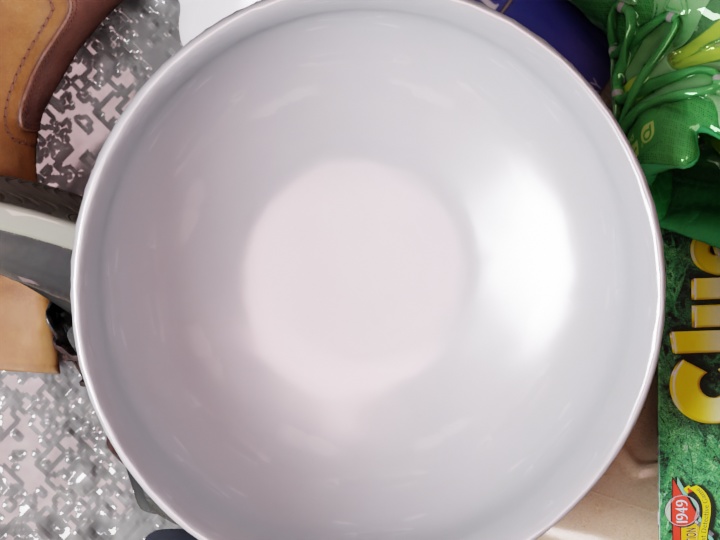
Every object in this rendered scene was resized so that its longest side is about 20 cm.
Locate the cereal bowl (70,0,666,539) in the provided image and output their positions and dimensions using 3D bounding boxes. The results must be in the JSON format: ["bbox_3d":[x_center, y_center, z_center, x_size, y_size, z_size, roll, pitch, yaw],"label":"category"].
[{"bbox_3d":[0.002,0.002,0.777,0.199,0.083,0.201,0,98,-2],"label":"cereal bowl"}]

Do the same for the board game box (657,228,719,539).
[{"bbox_3d":[0.156,0.019,0.806,0.104,0.023,0.201,-3,63,12],"label":"board game box"}]

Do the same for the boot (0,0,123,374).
[{"bbox_3d":[-0.128,-0.057,0.917,0.187,0.068,0.201,-1,94,-19],"label":"boot"}]

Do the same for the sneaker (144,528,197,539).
[{"bbox_3d":[-0.054,0.196,0.919,0.145,0.077,0.204,1,107,2],"label":"sneaker"}]

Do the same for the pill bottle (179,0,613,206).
[{"bbox_3d":[0.004,-0.093,0.860,0.200,0.116,0.116,42,83,-8],"label":"pill bottle"}]

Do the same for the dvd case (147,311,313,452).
[{"bbox_3d":[0.000,0.000,0.894,0.150,0.025,0.200,40,44,-12],"label":"dvd case"}]

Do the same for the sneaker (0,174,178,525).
[{"bbox_3d":[-0.097,0.036,0.895,0.199,0.075,0.107,21,97,-22],"label":"sneaker"}]

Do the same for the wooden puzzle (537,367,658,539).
[{"bbox_3d":[0.162,0.040,0.832,0.184,0.046,0.201,17,68,19],"label":"wooden puzzle"}]

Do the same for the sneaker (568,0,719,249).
[{"bbox_3d":[0.117,-0.064,0.787,0.083,0.074,0.200,-28,66,-24],"label":"sneaker"}]
